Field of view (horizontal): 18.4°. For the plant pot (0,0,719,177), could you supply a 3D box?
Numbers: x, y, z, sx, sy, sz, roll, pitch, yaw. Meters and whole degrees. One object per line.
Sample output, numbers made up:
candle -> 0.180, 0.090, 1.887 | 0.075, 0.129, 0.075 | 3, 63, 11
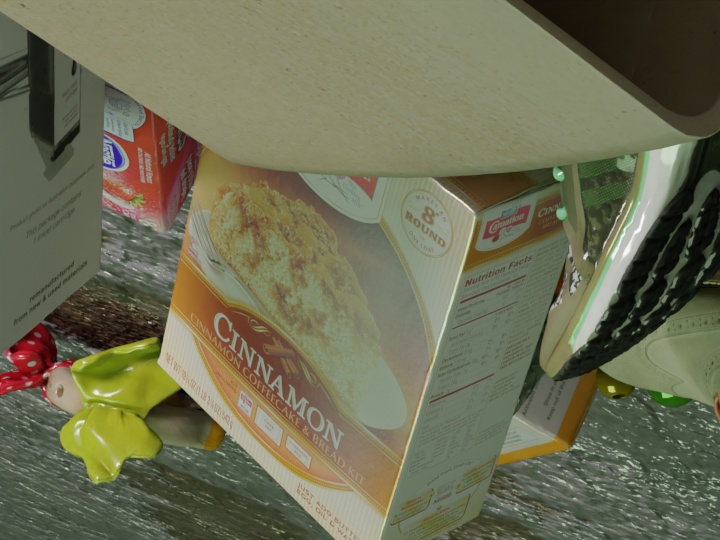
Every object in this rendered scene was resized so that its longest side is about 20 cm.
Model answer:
plant pot -> -0.015, -0.138, 0.569 | 0.199, 0.201, 0.177 | 33, 151, -22

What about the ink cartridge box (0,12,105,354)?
ink cartridge box -> -0.175, -0.088, 0.830 | 0.146, 0.083, 0.201 | 17, 123, 19

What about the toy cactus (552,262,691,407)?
toy cactus -> 0.096, -0.020, 1.011 | 0.165, 0.102, 0.200 | 34, 176, 46

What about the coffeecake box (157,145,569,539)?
coffeecake box -> 0.000, 0.000, 0.950 | 0.153, 0.073, 0.201 | 42, 135, 30

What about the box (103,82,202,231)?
box -> -0.111, -0.107, 0.969 | 0.099, 0.096, 0.200 | 25, 162, 6

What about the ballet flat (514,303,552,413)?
ballet flat -> 0.069, 0.023, 1.085 | 0.071, 0.072, 0.200 | 22, -157, 9

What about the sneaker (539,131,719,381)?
sneaker -> 0.097, -0.052, 0.824 | 0.077, 0.201, 0.089 | -15, -137, -44

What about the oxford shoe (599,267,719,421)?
oxford shoe -> 0.159, 0.046, 0.862 | 0.199, 0.074, 0.071 | 5, 153, 48

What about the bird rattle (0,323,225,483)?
bird rattle -> -0.195, 0.103, 1.699 | 0.162, 0.113, 0.199 | 18, 173, -39

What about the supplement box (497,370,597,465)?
supplement box -> 0.023, 0.028, 1.227 | 0.199, 0.074, 0.126 | 30, 162, -13
